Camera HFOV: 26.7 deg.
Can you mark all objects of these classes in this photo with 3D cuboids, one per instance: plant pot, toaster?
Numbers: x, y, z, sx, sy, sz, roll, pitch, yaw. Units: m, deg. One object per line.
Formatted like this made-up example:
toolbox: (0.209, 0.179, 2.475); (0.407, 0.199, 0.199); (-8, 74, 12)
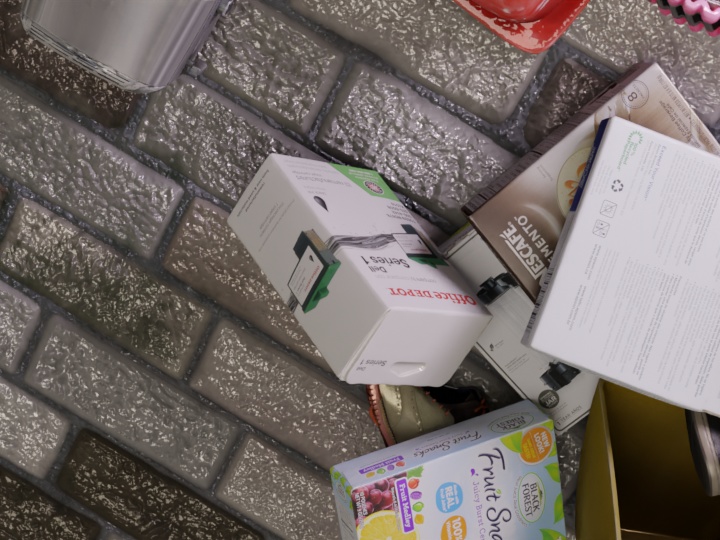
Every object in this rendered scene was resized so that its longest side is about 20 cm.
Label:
plant pot: (0.284, 0.238, 1.340); (0.198, 0.201, 0.177); (10, 134, -8)
toaster: (-0.214, -0.248, 1.336); (0.199, 0.114, 0.130); (29, 118, 1)

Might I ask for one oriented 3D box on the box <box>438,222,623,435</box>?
box: (0.159, 0.036, 1.378); (0.200, 0.060, 0.117); (46, 116, -6)

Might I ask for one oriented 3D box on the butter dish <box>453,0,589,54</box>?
butter dish: (0.117, -0.287, 1.209); (0.199, 0.148, 0.200); (37, 116, -2)

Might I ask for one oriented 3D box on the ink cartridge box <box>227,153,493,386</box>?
ink cartridge box: (0.000, 0.000, 1.311); (0.200, 0.146, 0.085); (51, 119, 32)

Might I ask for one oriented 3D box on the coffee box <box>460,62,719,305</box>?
coffee box: (0.197, -0.068, 1.277); (0.200, 0.080, 0.115); (-40, 97, 3)

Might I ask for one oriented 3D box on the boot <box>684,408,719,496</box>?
boot: (0.350, 0.101, 1.285); (0.149, 0.201, 0.074); (-4, 129, 11)

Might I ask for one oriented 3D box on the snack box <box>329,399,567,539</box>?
snack box: (0.082, 0.214, 1.356); (0.199, 0.053, 0.143); (-16, 114, -18)

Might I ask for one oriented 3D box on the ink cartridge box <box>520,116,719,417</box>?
ink cartridge box: (0.254, 0.003, 1.222); (0.199, 0.041, 0.201); (21, 91, -5)

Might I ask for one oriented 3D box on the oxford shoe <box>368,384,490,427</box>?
oxford shoe: (0.107, 0.159, 1.438); (0.199, 0.071, 0.073); (31, 111, 2)

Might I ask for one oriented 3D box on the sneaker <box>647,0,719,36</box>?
sneaker: (0.322, -0.231, 1.228); (0.199, 0.079, 0.096); (20, 94, 6)

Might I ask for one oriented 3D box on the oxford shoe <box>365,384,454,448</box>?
oxford shoe: (0.046, 0.126, 1.395); (0.073, 0.071, 0.201); (-13, 101, 0)
